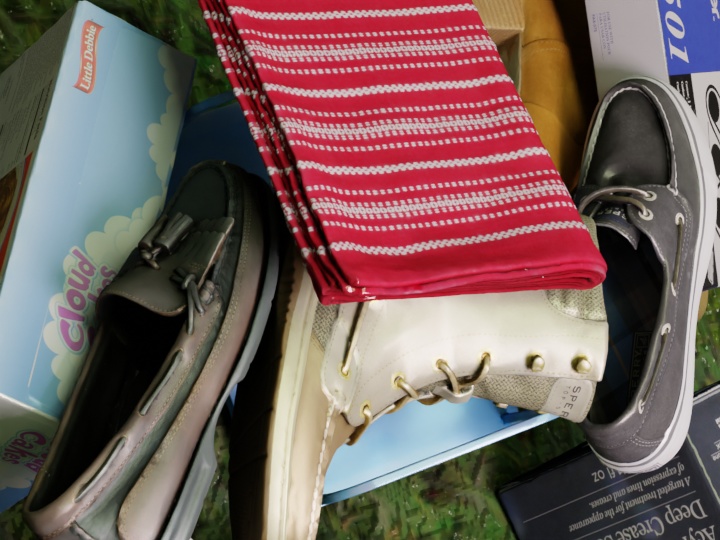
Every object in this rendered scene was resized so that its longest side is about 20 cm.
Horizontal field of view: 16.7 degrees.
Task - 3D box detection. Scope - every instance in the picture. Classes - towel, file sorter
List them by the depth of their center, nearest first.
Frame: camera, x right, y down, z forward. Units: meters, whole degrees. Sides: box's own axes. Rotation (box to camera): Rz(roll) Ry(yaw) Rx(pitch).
[{"bbox_3d":[0.014,-0.070,1.068,0.144,0.023,0.201,-3,55,-31],"label":"towel"},{"bbox_3d":[0.000,0.000,1.165,0.138,0.123,0.201,-19,88,-18],"label":"file sorter"}]

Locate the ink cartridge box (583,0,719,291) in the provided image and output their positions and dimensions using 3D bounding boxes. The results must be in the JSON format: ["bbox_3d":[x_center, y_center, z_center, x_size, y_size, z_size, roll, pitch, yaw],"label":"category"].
[{"bbox_3d":[0.160,-0.090,1.274,0.094,0.044,0.202,-12,94,-61],"label":"ink cartridge box"}]

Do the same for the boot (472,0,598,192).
[{"bbox_3d":[0.109,-0.064,1.275,0.143,0.071,0.203,-2,72,-44],"label":"boot"}]

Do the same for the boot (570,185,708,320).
[{"bbox_3d":[0.074,-0.018,1.310,0.199,0.066,0.176,-21,74,-40],"label":"boot"}]

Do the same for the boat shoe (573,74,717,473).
[{"bbox_3d":[0.125,-0.006,1.176,0.066,0.069,0.202,35,58,-58],"label":"boat shoe"}]

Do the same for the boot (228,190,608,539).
[{"bbox_3d":[0.027,0.049,1.057,0.154,0.072,0.201,16,66,-15],"label":"boot"}]

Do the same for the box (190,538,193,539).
[{"bbox_3d":[-0.051,0.218,1.048,0.200,0.112,0.102,40,55,-18],"label":"box"}]

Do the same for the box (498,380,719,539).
[{"bbox_3d":[0.188,0.165,1.255,0.107,0.148,0.201,-22,84,-40],"label":"box"}]

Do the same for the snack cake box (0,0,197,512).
[{"bbox_3d":[-0.145,-0.006,1.105,0.067,0.115,0.201,26,58,-25],"label":"snack cake box"}]

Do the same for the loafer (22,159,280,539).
[{"bbox_3d":[-0.085,0.033,1.011,0.063,0.072,0.201,36,54,-34],"label":"loafer"}]
